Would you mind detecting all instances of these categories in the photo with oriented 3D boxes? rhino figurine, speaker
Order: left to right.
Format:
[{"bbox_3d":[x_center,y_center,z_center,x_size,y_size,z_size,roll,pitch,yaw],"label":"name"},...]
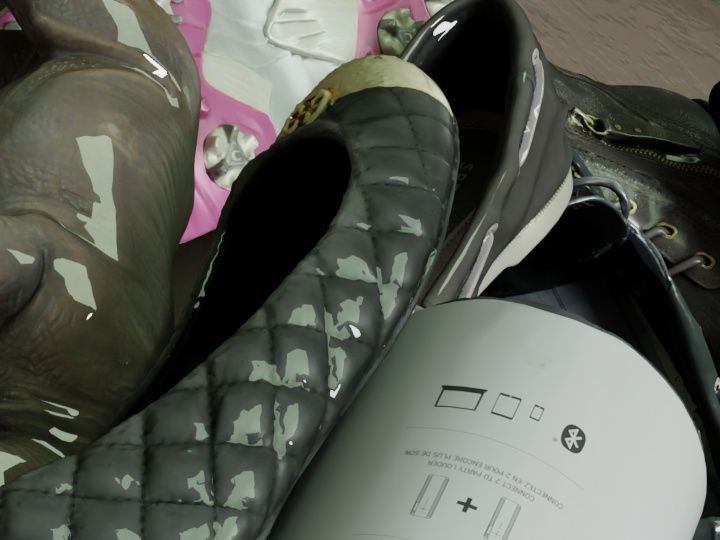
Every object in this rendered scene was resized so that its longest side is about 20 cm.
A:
[{"bbox_3d":[-0.076,0.009,0.636,0.087,0.060,0.201,23,50,-28],"label":"rhino figurine"},{"bbox_3d":[0.003,0.095,0.547,0.081,0.081,0.200,39,43,-10],"label":"speaker"}]

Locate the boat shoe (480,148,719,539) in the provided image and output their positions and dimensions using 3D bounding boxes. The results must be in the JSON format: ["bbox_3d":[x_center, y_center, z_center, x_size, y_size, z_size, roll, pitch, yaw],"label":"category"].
[{"bbox_3d":[0.056,0.008,0.815,0.074,0.066,0.200,-8,60,-18],"label":"boat shoe"}]

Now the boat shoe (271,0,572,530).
[{"bbox_3d":[0.000,0.000,0.727,0.200,0.067,0.057,-56,144,-47],"label":"boat shoe"}]

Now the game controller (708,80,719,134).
[{"bbox_3d":[0.178,0.019,0.904,0.104,0.042,0.201,0,52,-47],"label":"game controller"}]

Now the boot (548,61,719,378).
[{"bbox_3d":[0.063,-0.014,0.920,0.173,0.069,0.200,20,32,-29],"label":"boot"}]

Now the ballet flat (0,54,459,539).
[{"bbox_3d":[-0.028,0.011,0.589,0.057,0.066,0.200,41,41,-11],"label":"ballet flat"}]

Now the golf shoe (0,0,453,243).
[{"bbox_3d":[-0.056,-0.049,0.782,0.200,0.091,0.076,-27,100,-44],"label":"golf shoe"}]
